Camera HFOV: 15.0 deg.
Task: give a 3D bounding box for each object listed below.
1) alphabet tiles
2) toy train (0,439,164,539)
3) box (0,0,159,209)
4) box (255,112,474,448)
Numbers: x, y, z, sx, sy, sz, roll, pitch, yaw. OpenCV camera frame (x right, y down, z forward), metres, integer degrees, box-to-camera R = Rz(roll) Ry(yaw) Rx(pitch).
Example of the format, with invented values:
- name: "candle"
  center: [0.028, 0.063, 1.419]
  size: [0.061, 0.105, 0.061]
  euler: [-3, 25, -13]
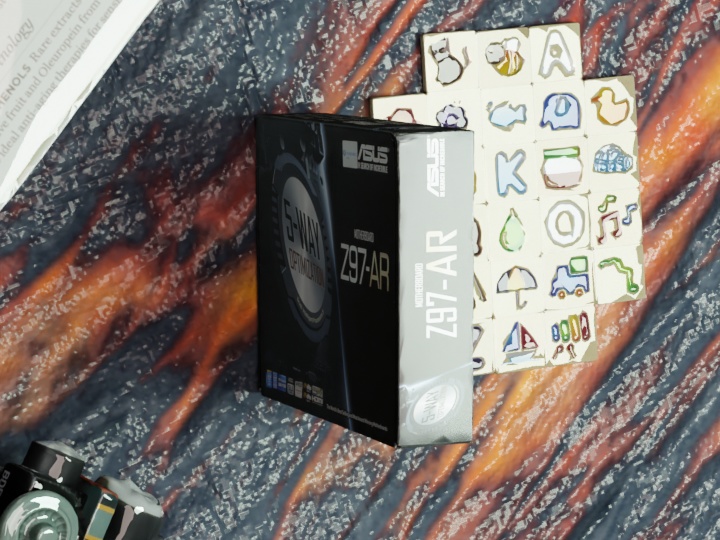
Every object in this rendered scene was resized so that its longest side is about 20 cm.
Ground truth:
- name: "alphabet tiles"
  center: [0.087, -0.041, 1.576]
  size: [0.166, 0.006, 0.200]
  euler: [-7, 99, -21]
- name: "toy train"
  center: [-0.178, 0.193, 1.458]
  size: [0.114, 0.085, 0.200]
  euler: [26, 84, -35]
- name: "box"
  center: [-0.218, -0.149, 1.336]
  size: [0.171, 0.199, 0.200]
  euler: [39, 79, -21]
- name: "box"
  center: [0.000, 0.000, 1.440]
  size: [0.044, 0.200, 0.160]
  euler: [-3, 97, -23]
